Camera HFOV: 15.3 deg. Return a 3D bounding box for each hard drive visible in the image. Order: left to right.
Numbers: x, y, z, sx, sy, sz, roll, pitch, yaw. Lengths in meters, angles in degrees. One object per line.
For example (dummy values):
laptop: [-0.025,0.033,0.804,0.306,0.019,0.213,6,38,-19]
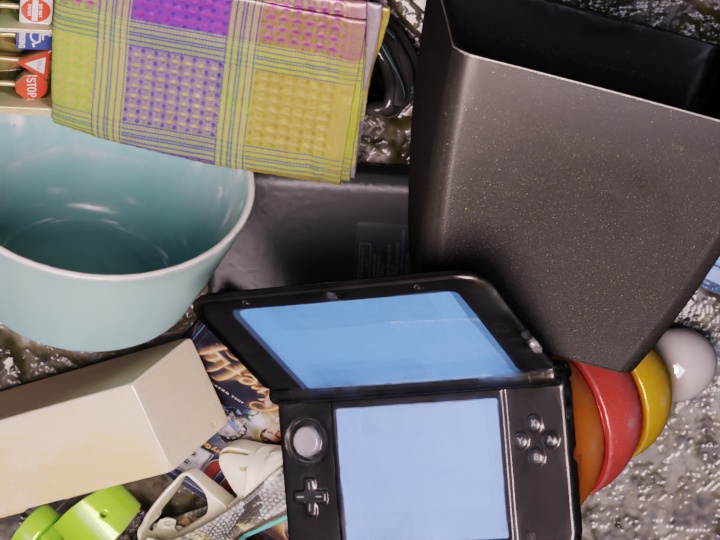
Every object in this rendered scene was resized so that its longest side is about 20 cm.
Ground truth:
hard drive: [0.000,0.000,1.752,0.200,0.033,0.140,4,110,2]

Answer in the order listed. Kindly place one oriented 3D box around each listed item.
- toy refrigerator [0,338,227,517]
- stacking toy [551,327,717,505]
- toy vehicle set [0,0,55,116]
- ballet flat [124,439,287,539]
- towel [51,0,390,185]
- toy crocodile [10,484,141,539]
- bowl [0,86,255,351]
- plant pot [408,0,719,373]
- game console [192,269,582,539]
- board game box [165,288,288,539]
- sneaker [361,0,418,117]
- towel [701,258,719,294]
toy refrigerator: [-0.191,0.109,1.741,0.200,0.076,0.070,-16,104,32]
stacking toy: [0.149,0.085,1.714,0.200,0.146,0.146,-16,113,-33]
toy vehicle set: [-0.169,-0.176,1.628,0.124,0.027,0.200,1,134,-9]
ballet flat: [-0.083,0.150,1.743,0.200,0.072,0.072,-33,104,30]
towel: [-0.088,-0.123,1.632,0.200,0.023,0.144,9,133,1]
toy crocodile: [-0.197,0.206,1.795,0.068,0.062,0.200,38,140,12]
bowl: [-0.172,-0.024,1.687,0.201,0.201,0.105,12,129,0]
plant pot: [0.120,-0.054,1.627,0.199,0.200,0.178,15,109,-8]
game console: [0.015,0.093,1.592,0.200,0.116,0.176,-5,88,30]
board game box: [-0.046,0.115,1.769,0.200,0.035,0.136,33,126,-11]
sneaker: [-0.036,-0.172,1.671,0.200,0.079,0.075,44,106,-9]
towel: [0.272,-0.072,1.701,0.112,0.049,0.200,25,110,-5]
